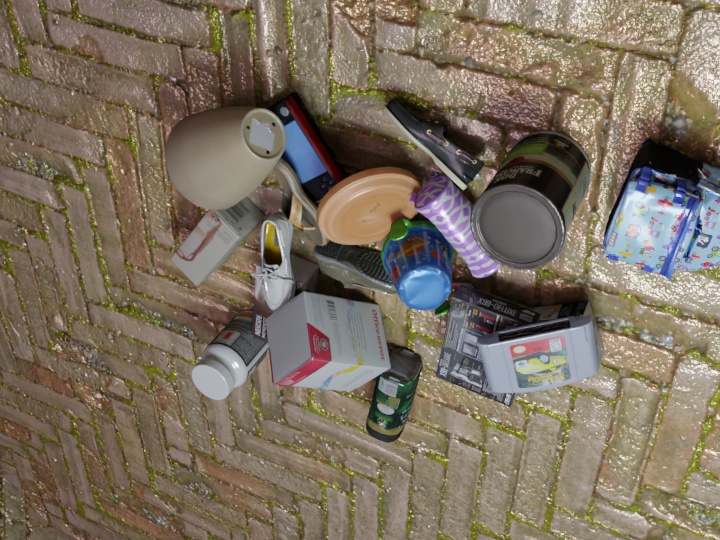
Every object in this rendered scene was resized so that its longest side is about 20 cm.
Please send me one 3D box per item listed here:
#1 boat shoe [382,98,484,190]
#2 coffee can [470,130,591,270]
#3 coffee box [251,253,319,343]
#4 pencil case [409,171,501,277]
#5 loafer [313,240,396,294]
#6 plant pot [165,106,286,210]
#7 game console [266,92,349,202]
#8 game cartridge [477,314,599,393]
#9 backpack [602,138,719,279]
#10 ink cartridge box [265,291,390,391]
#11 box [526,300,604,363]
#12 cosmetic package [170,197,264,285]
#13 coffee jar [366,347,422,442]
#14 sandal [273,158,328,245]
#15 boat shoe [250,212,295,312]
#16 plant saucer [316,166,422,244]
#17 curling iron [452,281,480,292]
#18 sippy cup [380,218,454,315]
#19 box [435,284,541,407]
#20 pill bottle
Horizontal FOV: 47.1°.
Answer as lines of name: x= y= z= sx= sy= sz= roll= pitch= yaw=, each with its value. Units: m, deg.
boat shoe: x=0.123 y=-0.226 z=1.410 sx=0.201 sy=0.074 sz=0.063 roll=43 pitch=102 yaw=7
coffee can: x=0.273 y=-0.114 z=1.307 sx=0.145 sy=0.200 sz=0.147 roll=14 pitch=127 yaw=20
coffee box: x=-0.163 y=0.066 z=1.759 sx=0.112 sy=0.080 sz=0.201 roll=22 pitch=129 yaw=14
pencil case: x=0.173 y=-0.074 z=1.449 sx=0.085 sy=0.084 sz=0.200 roll=-24 pitch=119 yaw=40
loafer: x=0.000 y=0.000 z=1.637 sx=0.199 sy=0.075 sz=0.070 roll=23 pitch=142 yaw=20
plant pot: x=-0.225 y=-0.220 z=1.494 sx=0.199 sy=0.187 sz=0.188 roll=-11 pitch=116 yaw=51
game console: x=-0.113 y=-0.210 z=1.515 sx=0.172 sy=0.119 sz=0.201 roll=-21 pitch=109 yaw=38
game cartridge: x=0.314 y=0.152 z=1.447 sx=0.198 sy=0.041 sz=0.134 roll=-13 pitch=128 yaw=11
backpack: x=0.489 y=-0.077 z=1.258 sx=0.199 sy=0.135 sz=0.184 roll=22 pitch=131 yaw=11
ink cartridge box: x=-0.065 y=0.147 z=1.657 sx=0.199 sy=0.146 sz=0.144 roll=12 pitch=146 yaw=-37
box: x=0.337 y=0.129 z=1.533 sx=0.199 sy=0.060 sz=0.117 roll=-8 pitch=117 yaw=33
cosmetic package: x=-0.302 y=-0.069 z=1.731 sx=0.087 sy=0.103 sz=0.200 roll=45 pitch=130 yaw=-3
coffee jar: x=0.070 y=0.269 z=1.753 sx=0.085 sy=0.104 sz=0.201 roll=21 pitch=130 yaw=11
sandal: x=-0.129 y=-0.127 z=1.591 sx=0.080 sy=0.054 sz=0.201 roll=18 pitch=144 yaw=58
boat shoe: x=-0.172 y=-0.008 z=1.621 sx=0.074 sy=0.086 sz=0.204 roll=11 pitch=108 yaw=19
plant saucer: x=0.020 y=-0.107 z=1.479 sx=0.201 sy=0.199 sz=0.033 roll=-53 pitch=46 yaw=42
curling iron: x=0.138 y=0.037 z=1.605 sx=0.198 sy=0.026 sz=0.050 roll=5 pitch=121 yaw=27
sippy cup: x=0.110 y=0.000 z=1.496 sx=0.177 sy=0.131 sz=0.140 roll=22 pitch=119 yaw=-17
box: x=0.232 y=0.141 z=1.528 sx=0.157 sy=0.050 sz=0.201 roll=20 pitch=128 yaw=18
pill bottle: x=-0.280 y=0.187 z=1.830 sx=0.115 sy=0.200 sz=0.117 roll=14 pitch=127 yaw=20
